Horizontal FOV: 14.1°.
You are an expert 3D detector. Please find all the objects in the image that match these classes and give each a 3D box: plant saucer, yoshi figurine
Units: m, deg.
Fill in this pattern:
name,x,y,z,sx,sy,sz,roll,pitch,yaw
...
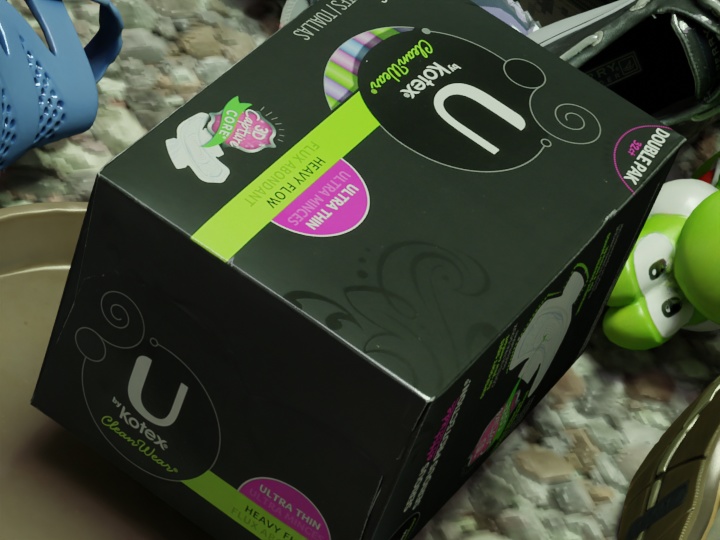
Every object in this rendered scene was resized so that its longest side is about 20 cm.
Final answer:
name,x,y,z,sx,sy,sz,roll,pitch,yaw
plant saucer,-0.094,0.053,1.100,0.199,0.030,0.201,11,43,-10
yoshi figurine,0.184,-0.023,1.234,0.112,0.112,0.200,45,50,15

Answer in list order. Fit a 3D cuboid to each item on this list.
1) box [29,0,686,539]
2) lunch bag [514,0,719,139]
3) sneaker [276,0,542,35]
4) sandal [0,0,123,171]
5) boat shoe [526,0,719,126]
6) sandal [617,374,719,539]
name,x,y,z,sx,sy,sz,roll,pitch,yaw
box,0.000,0.000,1.081,0.148,0.125,0.200,33,42,13
lunch bag,0.117,-0.181,1.321,0.200,0.168,0.139,41,46,21
sneaker,0.009,-0.108,1.293,0.200,0.070,0.082,40,68,18
sandal,-0.144,-0.078,1.170,0.087,0.080,0.200,22,34,-10
boat shoe,0.145,-0.100,1.209,0.198,0.074,0.068,-21,20,6
sandal,0.139,0.096,1.120,0.054,0.080,0.200,38,48,-10
